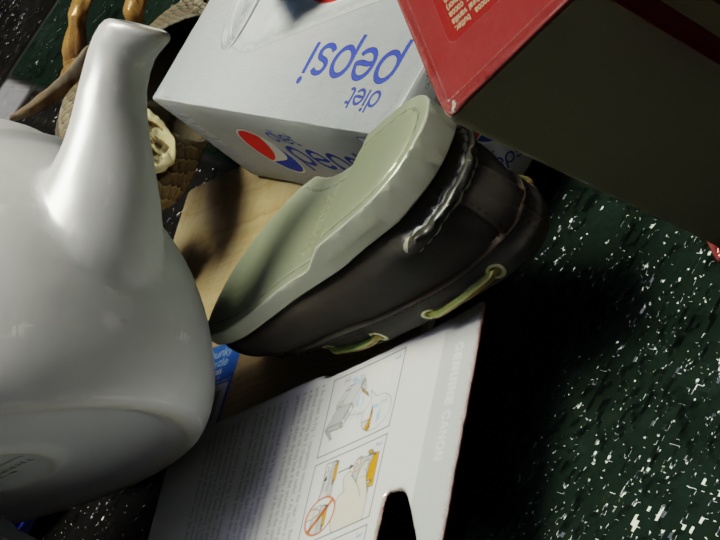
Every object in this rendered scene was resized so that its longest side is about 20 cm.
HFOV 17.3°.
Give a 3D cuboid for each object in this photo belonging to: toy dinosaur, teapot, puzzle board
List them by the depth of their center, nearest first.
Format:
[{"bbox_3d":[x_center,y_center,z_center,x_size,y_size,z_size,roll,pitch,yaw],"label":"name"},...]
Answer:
[{"bbox_3d":[-0.155,0.010,0.878,0.198,0.199,0.147,97,160,-71],"label":"teapot"},{"bbox_3d":[-0.025,0.004,0.980,0.200,0.017,0.151,-22,43,45],"label":"puzzle board"},{"bbox_3d":[-0.122,-0.093,1.128,0.200,0.060,0.107,98,178,-78],"label":"toy dinosaur"}]

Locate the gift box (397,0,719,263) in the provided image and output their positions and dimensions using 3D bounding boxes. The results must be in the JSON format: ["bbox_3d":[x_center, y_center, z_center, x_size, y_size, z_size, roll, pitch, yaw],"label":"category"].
[{"bbox_3d":[0.118,-0.135,0.731,0.184,0.186,0.201,-38,48,30],"label":"gift box"}]

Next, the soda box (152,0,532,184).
[{"bbox_3d":[-0.004,-0.073,0.944,0.068,0.063,0.200,-59,30,-9],"label":"soda box"}]

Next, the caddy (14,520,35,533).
[{"bbox_3d":[-0.206,0.066,1.096,0.200,0.105,0.142,-12,72,50],"label":"caddy"}]

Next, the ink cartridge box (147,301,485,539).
[{"bbox_3d":[-0.020,0.125,0.815,0.173,0.043,0.201,-26,39,40],"label":"ink cartridge box"}]

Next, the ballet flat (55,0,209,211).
[{"bbox_3d":[-0.083,-0.083,1.064,0.046,0.067,0.200,-47,6,28],"label":"ballet flat"}]

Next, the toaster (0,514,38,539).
[{"bbox_3d":[-0.170,0.187,0.900,0.200,0.113,0.130,-34,37,40],"label":"toaster"}]

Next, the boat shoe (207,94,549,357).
[{"bbox_3d":[0.000,0.000,0.860,0.072,0.060,0.201,-63,13,-23],"label":"boat shoe"}]
